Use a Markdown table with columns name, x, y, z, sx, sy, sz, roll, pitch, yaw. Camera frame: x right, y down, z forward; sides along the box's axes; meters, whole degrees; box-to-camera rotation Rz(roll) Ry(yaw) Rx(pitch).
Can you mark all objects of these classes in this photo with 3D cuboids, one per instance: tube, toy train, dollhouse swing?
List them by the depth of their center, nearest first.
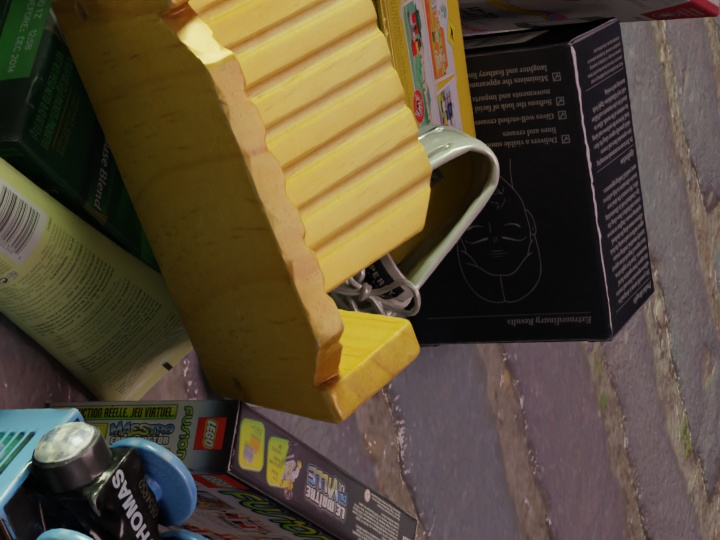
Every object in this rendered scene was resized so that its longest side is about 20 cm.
| name | x | y | z | sx | sy | sz | roll | pitch | yaw |
| --- | --- | --- | --- | --- | --- | --- | --- | --- | --- |
| toy train | -0.115 | 0.151 | 0.763 | 0.087 | 0.114 | 0.201 | -53 | 133 | -47 |
| dollhouse swing | -0.014 | -0.065 | 0.797 | 0.175 | 0.181 | 0.201 | -28 | 105 | -26 |
| tube | -0.139 | 0.005 | 0.801 | 0.200 | 0.058 | 0.052 | 45 | 44 | -51 |

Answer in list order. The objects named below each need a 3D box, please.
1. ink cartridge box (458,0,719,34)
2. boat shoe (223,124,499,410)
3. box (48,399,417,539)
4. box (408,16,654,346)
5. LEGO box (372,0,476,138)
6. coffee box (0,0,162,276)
| name | x | y | z | sx | sy | sz | roll | pitch | yaw |
| --- | --- | --- | --- | --- | --- | --- | --- | --- | --- |
| ink cartridge box | 0.136 | -0.218 | 1.201 | 0.147 | 0.199 | 0.086 | 0 | 88 | -63 |
| boat shoe | 0.004 | 0.003 | 0.946 | 0.202 | 0.086 | 0.075 | -43 | 111 | -9 |
| box | -0.061 | 0.115 | 0.878 | 0.200 | 0.109 | 0.035 | 43 | 50 | -55 |
| box | 0.106 | -0.059 | 1.182 | 0.107 | 0.147 | 0.202 | -32 | 116 | -59 |
| LEGO box | 0.010 | -0.115 | 1.060 | 0.149 | 0.077 | 0.202 | -40 | 124 | -65 |
| coffee box | -0.114 | -0.061 | 0.862 | 0.200 | 0.044 | 0.124 | 50 | 45 | -50 |
